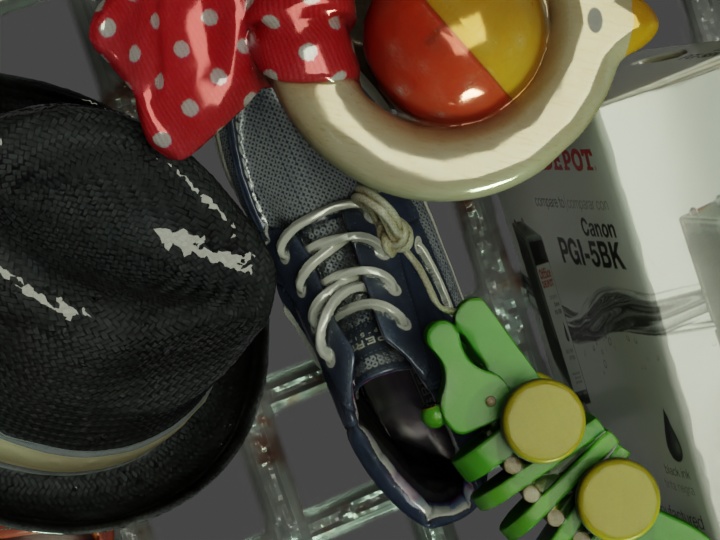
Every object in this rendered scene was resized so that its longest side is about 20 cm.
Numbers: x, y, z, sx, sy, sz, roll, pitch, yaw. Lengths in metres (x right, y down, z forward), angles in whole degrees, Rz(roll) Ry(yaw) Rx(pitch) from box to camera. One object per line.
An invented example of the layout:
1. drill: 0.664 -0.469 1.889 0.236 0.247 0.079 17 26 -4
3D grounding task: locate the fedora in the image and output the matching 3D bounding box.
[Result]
1. fedora: -0.104 0.000 0.848 0.200 0.092 0.201 13 66 -29

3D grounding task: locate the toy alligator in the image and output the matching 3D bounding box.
1. toy alligator: 0.051 0.056 0.853 0.054 0.059 0.200 -44 92 -1

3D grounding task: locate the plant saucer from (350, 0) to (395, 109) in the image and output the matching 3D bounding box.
1. plant saucer: 0.020 -0.164 0.912 0.200 0.034 0.201 0 107 -1

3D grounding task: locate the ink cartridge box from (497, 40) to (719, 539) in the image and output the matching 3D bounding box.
1. ink cartridge box: 0.129 0.017 0.926 0.083 0.147 0.201 -19 97 -14

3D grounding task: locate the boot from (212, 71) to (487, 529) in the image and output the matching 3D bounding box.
1. boot: 0.000 0.000 0.901 0.073 0.090 0.200 -28 105 10

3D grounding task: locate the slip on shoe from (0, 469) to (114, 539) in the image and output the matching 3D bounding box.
1. slip on shoe: -0.126 0.087 0.892 0.074 0.061 0.201 -5 87 -15

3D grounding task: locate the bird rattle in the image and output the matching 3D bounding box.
1. bird rattle: 0.013 -0.098 0.820 0.200 0.113 0.163 -43 89 -9
